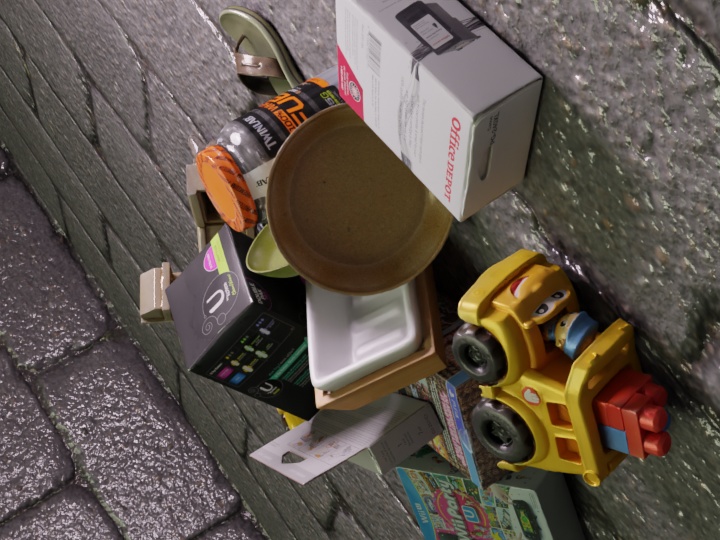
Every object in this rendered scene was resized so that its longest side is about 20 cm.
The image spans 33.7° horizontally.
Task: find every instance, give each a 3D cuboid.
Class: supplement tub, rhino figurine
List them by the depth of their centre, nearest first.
[{"bbox_3d":[-0.071,-0.131,1.300,0.123,0.199,0.123,47,157,27],"label":"supplement tub"},{"bbox_3d":[-0.223,-0.152,1.851,0.200,0.060,0.088,45,167,43],"label":"rhino figurine"}]

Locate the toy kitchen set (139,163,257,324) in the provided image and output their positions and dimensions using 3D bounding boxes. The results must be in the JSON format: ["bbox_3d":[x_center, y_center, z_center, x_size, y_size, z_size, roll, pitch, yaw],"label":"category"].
[{"bbox_3d":[-0.217,-0.008,1.549,0.181,0.162,0.201,92,174,-67],"label":"toy kitchen set"}]

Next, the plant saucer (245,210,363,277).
[{"bbox_3d":[-0.042,-0.055,1.356,0.031,0.200,0.200,53,164,-22],"label":"plant saucer"}]

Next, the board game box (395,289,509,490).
[{"bbox_3d":[0.106,0.129,1.401,0.200,0.097,0.160,35,150,49],"label":"board game box"}]

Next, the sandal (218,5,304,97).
[{"bbox_3d":[-0.117,-0.242,1.464,0.202,0.057,0.080,56,160,9],"label":"sandal"}]

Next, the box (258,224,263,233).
[{"bbox_3d":[-0.115,0.012,1.847,0.159,0.046,0.200,53,159,17],"label":"box"}]

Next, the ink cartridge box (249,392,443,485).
[{"bbox_3d":[-0.021,0.205,1.411,0.045,0.176,0.200,63,161,-12],"label":"ink cartridge box"}]

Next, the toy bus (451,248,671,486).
[{"bbox_3d":[0.200,0.097,1.101,0.191,0.135,0.201,11,128,47],"label":"toy bus"}]

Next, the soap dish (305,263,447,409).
[{"bbox_3d":[0.017,0.050,1.337,0.081,0.157,0.201,40,-148,-41],"label":"soap dish"}]

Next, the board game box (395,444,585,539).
[{"bbox_3d":[0.158,0.287,1.442,0.199,0.064,0.148,2,125,40],"label":"board game box"}]

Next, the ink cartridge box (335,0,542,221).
[{"bbox_3d":[0.067,-0.167,1.087,0.200,0.083,0.146,48,158,27],"label":"ink cartridge box"}]

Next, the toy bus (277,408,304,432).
[{"bbox_3d":[-0.078,0.138,1.683,0.192,0.135,0.200,55,-172,-37],"label":"toy bus"}]

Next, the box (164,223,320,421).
[{"bbox_3d":[-0.113,0.066,1.442,0.199,0.124,0.149,29,-156,-38],"label":"box"}]

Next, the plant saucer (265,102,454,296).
[{"bbox_3d":[-0.001,-0.075,1.236,0.201,0.199,0.035,64,176,-14],"label":"plant saucer"}]

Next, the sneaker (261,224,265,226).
[{"bbox_3d":[-0.093,-0.073,1.634,0.078,0.078,0.200,59,171,1],"label":"sneaker"}]
